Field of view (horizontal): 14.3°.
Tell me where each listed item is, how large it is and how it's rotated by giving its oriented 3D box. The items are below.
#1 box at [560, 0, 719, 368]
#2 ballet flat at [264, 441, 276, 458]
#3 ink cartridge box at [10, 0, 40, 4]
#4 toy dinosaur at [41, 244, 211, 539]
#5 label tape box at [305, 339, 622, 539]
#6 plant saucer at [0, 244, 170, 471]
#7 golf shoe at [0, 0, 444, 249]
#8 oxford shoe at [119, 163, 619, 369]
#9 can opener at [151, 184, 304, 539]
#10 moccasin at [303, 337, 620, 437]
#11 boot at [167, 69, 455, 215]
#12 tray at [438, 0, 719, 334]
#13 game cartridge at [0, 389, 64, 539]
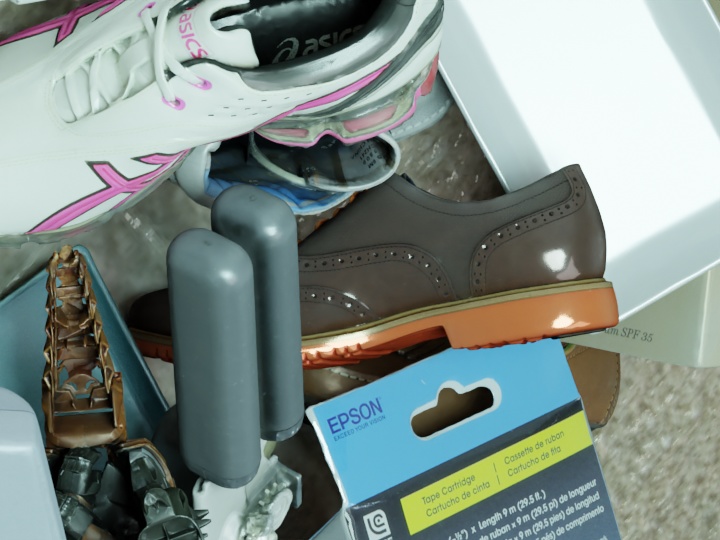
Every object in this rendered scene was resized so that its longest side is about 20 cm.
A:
[{"bbox_3d":[0.142,-0.064,1.213,0.077,0.095,0.202,0,96,-46],"label":"box"},{"bbox_3d":[-0.098,0.130,1.175,0.200,0.057,0.067,-48,141,-10],"label":"ballet flat"},{"bbox_3d":[-0.082,-0.163,0.980,0.199,0.067,0.117,-14,126,-40],"label":"ink cartridge box"},{"bbox_3d":[-0.102,0.098,1.046,0.102,0.136,0.201,-25,108,3],"label":"toy dinosaur"},{"bbox_3d":[0.041,0.133,1.183,0.143,0.066,0.201,-22,96,-41],"label":"label tape box"},{"bbox_3d":[-0.096,0.088,1.131,0.070,0.019,0.201,-37,117,-22],"label":"plant saucer"},{"bbox_3d":[-0.069,-0.070,0.971,0.199,0.073,0.092,-19,162,-7],"label":"golf shoe"},{"bbox_3d":[0.000,0.000,1.130,0.071,0.198,0.073,8,76,-81],"label":"oxford shoe"},{"bbox_3d":[-0.054,0.049,1.049,0.053,0.066,0.201,-49,157,-35],"label":"can opener"},{"bbox_3d":[0.043,0.036,1.245,0.200,0.073,0.078,-2,104,-41],"label":"moccasin"},{"bbox_3d":[-0.014,-0.056,1.101,0.199,0.095,0.074,-10,123,-42],"label":"boot"},{"bbox_3d":[0.088,-0.086,1.141,0.107,0.022,0.201,-29,96,1],"label":"tray"},{"bbox_3d":[-0.192,0.104,0.914,0.199,0.041,0.134,-13,132,-7],"label":"game cartridge"}]
